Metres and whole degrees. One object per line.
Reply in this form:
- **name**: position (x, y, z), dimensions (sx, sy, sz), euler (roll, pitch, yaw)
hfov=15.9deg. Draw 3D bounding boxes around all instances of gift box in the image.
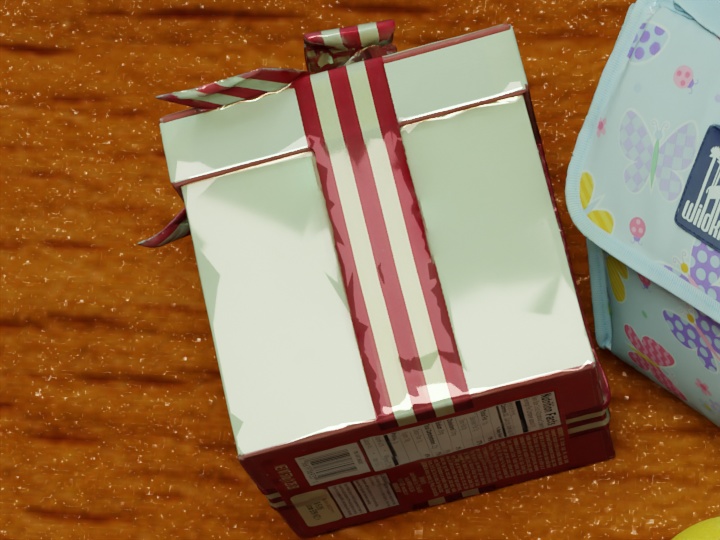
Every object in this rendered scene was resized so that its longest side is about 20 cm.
- **gift box**: position (0.000, 0.000, 1.160), dimensions (0.200, 0.185, 0.187), euler (-12, 70, 0)

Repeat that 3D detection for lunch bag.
- **lunch bag**: position (0.180, -0.014, 1.095), dimensions (0.127, 0.200, 0.170), euler (-36, 53, -23)

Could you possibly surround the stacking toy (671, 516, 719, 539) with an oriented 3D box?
- **stacking toy**: position (0.161, 0.157, 1.117), dimensions (0.146, 0.146, 0.200), euler (40, 65, 21)
